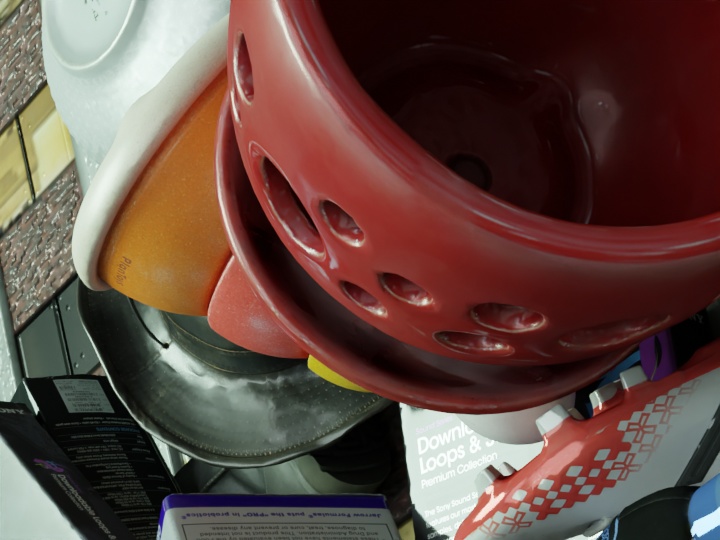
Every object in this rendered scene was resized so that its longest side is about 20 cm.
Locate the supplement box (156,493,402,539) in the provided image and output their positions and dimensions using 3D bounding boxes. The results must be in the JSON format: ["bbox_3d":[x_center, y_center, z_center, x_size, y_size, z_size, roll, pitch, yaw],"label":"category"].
[{"bbox_3d":[-0.019,0.188,0.842,0.200,0.103,0.102,-117,36,-51],"label":"supplement box"}]

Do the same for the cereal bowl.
[{"bbox_3d":[-0.107,-0.142,1.127,0.200,0.083,0.201,-13,73,50],"label":"cereal bowl"}]

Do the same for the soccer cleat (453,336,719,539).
[{"bbox_3d":[0.127,0.066,0.766,0.199,0.069,0.085,-30,80,6],"label":"soccer cleat"}]

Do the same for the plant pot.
[{"bbox_3d":[0.051,-0.062,0.718,0.183,0.199,0.201,119,145,-66],"label":"plant pot"}]

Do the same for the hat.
[{"bbox_3d":[-0.049,-0.018,0.970,0.200,0.081,0.201,-8,56,12],"label":"hat"}]

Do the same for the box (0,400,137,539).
[{"bbox_3d":[-0.169,0.179,0.982,0.143,0.036,0.201,40,110,43],"label":"box"}]

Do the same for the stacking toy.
[{"bbox_3d":[0.000,0.000,0.850,0.200,0.146,0.146,39,118,7],"label":"stacking toy"}]

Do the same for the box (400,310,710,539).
[{"bbox_3d":[0.087,0.121,0.852,0.143,0.036,0.201,-26,62,38],"label":"box"}]

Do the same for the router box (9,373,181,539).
[{"bbox_3d":[-0.150,0.173,1.047,0.150,0.062,0.200,55,127,36],"label":"router box"}]

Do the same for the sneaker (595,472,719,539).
[{"bbox_3d":[0.146,0.163,0.730,0.078,0.070,0.201,-31,87,34],"label":"sneaker"}]

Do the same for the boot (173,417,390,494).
[{"bbox_3d":[-0.077,0.100,1.068,0.200,0.072,0.182,-53,45,39],"label":"boot"}]
